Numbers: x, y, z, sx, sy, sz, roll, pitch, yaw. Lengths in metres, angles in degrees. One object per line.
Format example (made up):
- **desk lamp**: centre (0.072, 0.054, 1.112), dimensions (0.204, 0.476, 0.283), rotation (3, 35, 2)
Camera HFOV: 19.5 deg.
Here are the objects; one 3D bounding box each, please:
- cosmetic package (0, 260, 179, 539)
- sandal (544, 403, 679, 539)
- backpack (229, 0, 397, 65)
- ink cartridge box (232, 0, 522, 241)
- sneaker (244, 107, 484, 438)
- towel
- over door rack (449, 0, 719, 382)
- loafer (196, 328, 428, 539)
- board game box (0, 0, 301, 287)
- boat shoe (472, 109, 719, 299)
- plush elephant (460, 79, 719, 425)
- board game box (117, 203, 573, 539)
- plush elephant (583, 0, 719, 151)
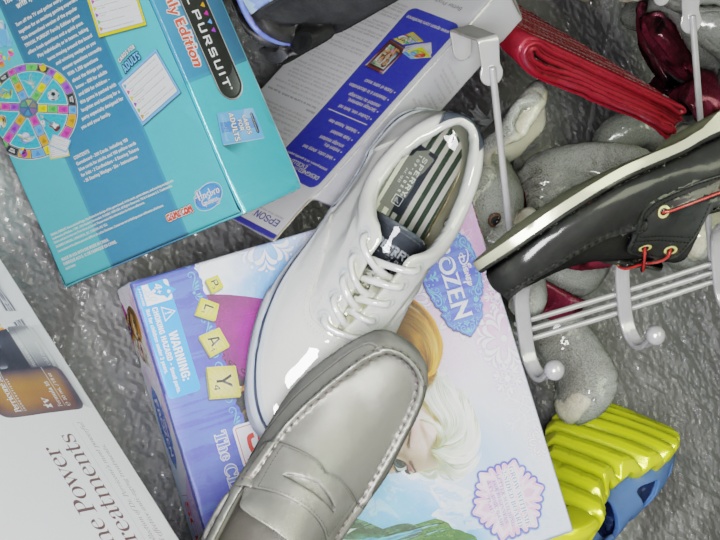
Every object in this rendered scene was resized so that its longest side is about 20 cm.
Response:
- **cosmetic package**: centre (-0.187, 0.081, 0.940), dimensions (0.150, 0.052, 0.200), rotation (-8, 53, -47)
- **sandal**: centre (0.134, 0.146, 1.287), dimensions (0.200, 0.079, 0.088), rotation (-31, 135, -52)
- **backpack**: centre (-0.010, -0.233, 1.030), dimensions (0.201, 0.146, 0.183), rotation (61, 30, -6)
- **ink cartridge box**: centre (-0.007, -0.094, 1.166), dimensions (0.200, 0.094, 0.037), rotation (-47, 135, -17)
- **sneaker**: centre (0.000, 0.000, 1.080), dimensions (0.073, 0.071, 0.201), rotation (27, 79, -10)
- **towel**: centre (0.095, -0.145, 1.277), dimensions (0.144, 0.200, 0.023), rotation (20, 104, -38)
- **over door rack**: centre (0.142, -0.052, 1.148), dimensions (0.147, 0.067, 0.201), rotation (-16, 99, -23)
- **loafer**: centre (-0.033, 0.119, 1.035), dimensions (0.070, 0.070, 0.201), rotation (34, 94, -13)
- **board game box**: centre (-0.130, -0.107, 1.053), dimensions (0.047, 0.151, 0.201), rotation (-27, 95, -46)
- **boat shoe**: centre (0.151, -0.032, 1.079), dimensions (0.201, 0.074, 0.063), rotation (-26, 90, -21)
- **plush elephant**: centre (0.092, -0.022, 1.235), dimensions (0.200, 0.165, 0.155), rotation (51, 29, 18)
- **board game box**: centre (-0.007, 0.076, 1.128), dimensions (0.198, 0.041, 0.201), rotation (-17, 88, -18)
- **plush elephant**: centre (0.220, -0.121, 1.388), dimensions (0.199, 0.165, 0.156), rotation (13, 97, -14)
